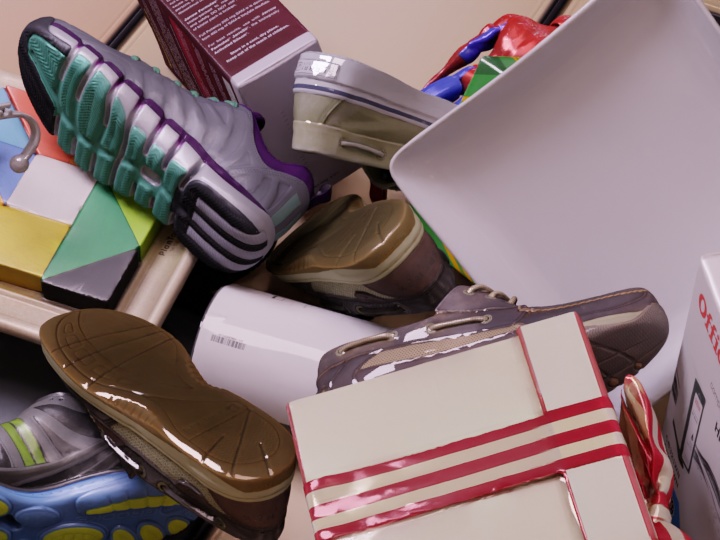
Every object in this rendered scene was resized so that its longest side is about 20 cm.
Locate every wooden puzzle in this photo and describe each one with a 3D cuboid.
[{"bbox_3d":[-0.184,-0.039,1.631,0.200,0.037,0.185,14,51,15],"label":"wooden puzzle"}]

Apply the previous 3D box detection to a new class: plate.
[{"bbox_3d":[0.149,-0.041,1.516,0.200,0.200,0.032,52,20,-2],"label":"plate"}]

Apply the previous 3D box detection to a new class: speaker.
[{"bbox_3d":[0.007,0.070,1.577,0.200,0.081,0.081,15,46,11],"label":"speaker"}]

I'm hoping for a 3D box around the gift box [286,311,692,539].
[{"bbox_3d":[0.081,0.151,1.435,0.187,0.200,0.185,-17,50,2],"label":"gift box"}]

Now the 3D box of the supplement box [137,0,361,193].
[{"bbox_3d":[-0.078,-0.137,1.731,0.061,0.109,0.200,-32,43,-9],"label":"supplement box"}]

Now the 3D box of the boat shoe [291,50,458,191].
[{"bbox_3d":[0.022,-0.079,1.664,0.072,0.062,0.200,15,-3,41],"label":"boat shoe"}]

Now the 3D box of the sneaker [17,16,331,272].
[{"bbox_3d":[-0.111,-0.084,1.616,0.200,0.074,0.088,44,49,13],"label":"sneaker"}]

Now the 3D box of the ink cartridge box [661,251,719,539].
[{"bbox_3d":[0.224,0.102,1.468,0.084,0.200,0.146,-7,47,-10],"label":"ink cartridge box"}]

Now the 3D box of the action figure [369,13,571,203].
[{"bbox_3d":[0.068,-0.113,1.784,0.200,0.052,0.065,-35,60,-24],"label":"action figure"}]

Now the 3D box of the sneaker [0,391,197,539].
[{"bbox_3d":[-0.186,0.113,1.537,0.199,0.071,0.083,-2,43,-14],"label":"sneaker"}]

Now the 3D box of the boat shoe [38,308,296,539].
[{"bbox_3d":[-0.110,0.085,1.490,0.073,0.065,0.200,-18,36,-32],"label":"boat shoe"}]

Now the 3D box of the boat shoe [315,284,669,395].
[{"bbox_3d":[0.067,0.041,1.497,0.200,0.075,0.073,-17,58,-1],"label":"boat shoe"}]

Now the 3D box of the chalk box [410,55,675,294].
[{"bbox_3d":[0.149,-0.025,1.620,0.200,0.124,0.125,37,23,30],"label":"chalk box"}]

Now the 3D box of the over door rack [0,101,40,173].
[{"bbox_3d":[-0.304,-0.079,1.572,0.200,0.067,0.148,0,13,-33],"label":"over door rack"}]

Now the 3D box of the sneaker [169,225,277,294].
[{"bbox_3d":[-0.159,-0.021,1.674,0.200,0.060,0.104,-22,53,-20],"label":"sneaker"}]

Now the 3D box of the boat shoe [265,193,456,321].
[{"bbox_3d":[0.001,-0.001,1.613,0.072,0.201,0.066,-43,102,-13],"label":"boat shoe"}]
